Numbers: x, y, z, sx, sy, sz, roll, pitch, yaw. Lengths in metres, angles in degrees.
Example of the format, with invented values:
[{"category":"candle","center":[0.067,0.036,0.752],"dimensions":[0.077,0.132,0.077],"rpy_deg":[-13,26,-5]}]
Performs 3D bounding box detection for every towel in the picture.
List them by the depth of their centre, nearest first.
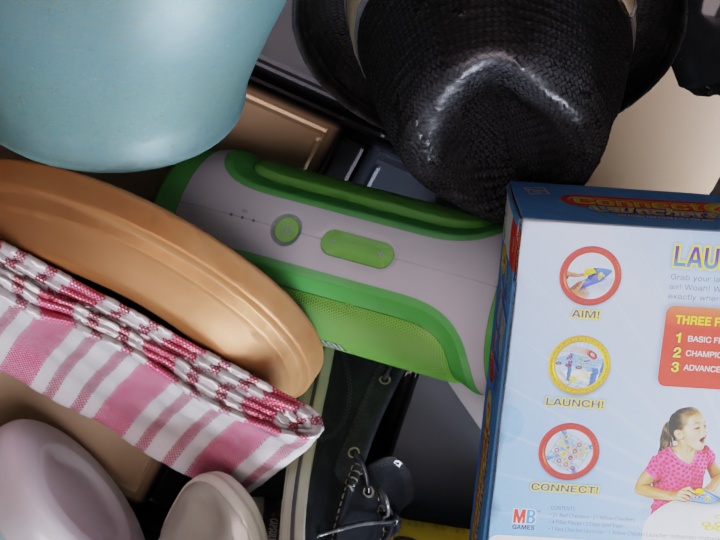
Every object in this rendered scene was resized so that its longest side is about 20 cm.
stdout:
[{"category":"towel","center":[-0.123,0.051,1.322],"dimensions":[0.200,0.146,0.030],"rpy_deg":[28,70,-6]}]

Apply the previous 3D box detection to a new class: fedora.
[{"category":"fedora","center":[0.061,-0.085,1.244],"dimensions":[0.200,0.092,0.201],"rpy_deg":[-2,148,-1]}]

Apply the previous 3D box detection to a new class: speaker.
[{"category":"speaker","center":[0.000,0.000,1.326],"dimensions":[0.199,0.088,0.089],"rpy_deg":[15,118,23]}]

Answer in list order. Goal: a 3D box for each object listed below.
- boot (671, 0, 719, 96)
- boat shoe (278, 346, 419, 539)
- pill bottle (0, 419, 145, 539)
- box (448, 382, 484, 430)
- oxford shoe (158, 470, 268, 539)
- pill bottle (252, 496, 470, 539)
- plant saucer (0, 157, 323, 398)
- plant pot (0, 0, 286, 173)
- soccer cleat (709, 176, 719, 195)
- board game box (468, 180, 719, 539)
[{"category":"boot","center":[0.130,-0.153,1.304],"dimensions":[0.200,0.076,0.169],"rpy_deg":[-24,111,2]},{"category":"boat shoe","center":[-0.006,0.112,1.368],"dimensions":[0.062,0.201,0.075],"rpy_deg":[7,148,4]},{"category":"pill bottle","center":[-0.214,0.175,1.428],"dimensions":[0.200,0.111,0.111],"rpy_deg":[-39,112,14]},{"category":"box","center":[0.140,0.094,1.395],"dimensions":[0.156,0.041,0.200],"rpy_deg":[-4,127,49]},{"category":"oxford shoe","center":[-0.098,0.188,1.374],"dimensions":[0.058,0.075,0.200],"rpy_deg":[-10,132,-45]},{"category":"pill bottle","center":[0.026,0.186,1.440],"dimensions":[0.199,0.112,0.112],"rpy_deg":[9,115,-4]},{"category":"plant saucer","center":[-0.114,0.016,1.322],"dimensions":[0.200,0.200,0.038],"rpy_deg":[32,68,-17]},{"category":"plant pot","center":[-0.111,-0.154,1.236],"dimensions":[0.199,0.200,0.188],"rpy_deg":[2,127,-4]},{"category":"soccer cleat","center":[0.193,-0.027,1.293],"dimensions":[0.069,0.085,0.200],"rpy_deg":[32,97,-13]},{"category":"board game box","center":[0.155,0.067,1.242],"dimensions":[0.199,0.056,0.197],"rpy_deg":[4,109,-5]}]
